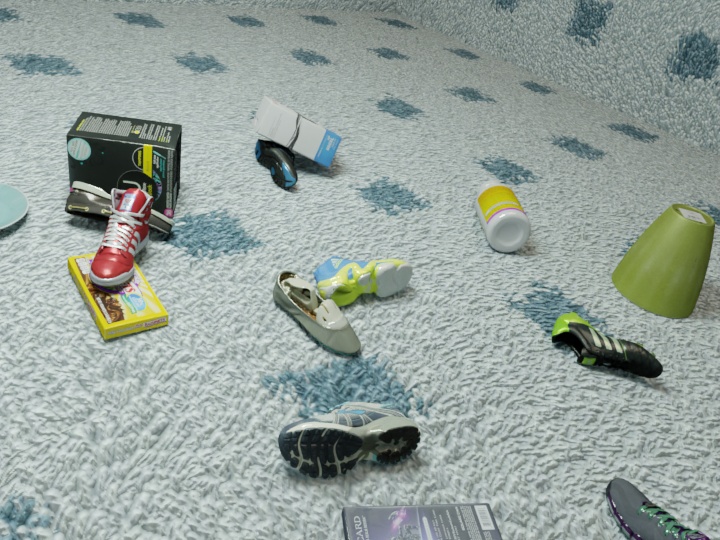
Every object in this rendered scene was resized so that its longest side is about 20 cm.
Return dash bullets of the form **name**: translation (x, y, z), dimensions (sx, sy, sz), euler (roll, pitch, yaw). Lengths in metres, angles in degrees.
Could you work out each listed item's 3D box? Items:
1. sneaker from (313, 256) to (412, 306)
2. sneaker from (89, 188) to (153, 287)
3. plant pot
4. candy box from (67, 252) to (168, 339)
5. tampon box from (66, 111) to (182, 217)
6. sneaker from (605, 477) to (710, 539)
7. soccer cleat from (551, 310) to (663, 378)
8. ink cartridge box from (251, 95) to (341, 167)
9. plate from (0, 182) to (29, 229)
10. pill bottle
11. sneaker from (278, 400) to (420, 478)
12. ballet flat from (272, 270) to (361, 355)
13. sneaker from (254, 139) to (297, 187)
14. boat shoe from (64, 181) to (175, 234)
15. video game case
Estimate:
- **sneaker**: translation (0.000, 0.000, 1.128), dimensions (0.197, 0.077, 0.105), euler (-11, 39, -31)
- **sneaker**: translation (-0.395, -0.065, 0.997), dimensions (0.070, 0.114, 0.201), euler (11, 30, -10)
- **plant pot**: translation (0.681, -0.034, 1.314), dimensions (0.183, 0.203, 0.189), euler (10, 33, -6)
- **candy box**: translation (-0.397, 0.032, 0.979), dimensions (0.101, 0.027, 0.200), euler (-10, 40, -38)
- **tampon box**: translation (-0.466, -0.212, 1.203), dimensions (0.196, 0.152, 0.127), euler (5, 33, -13)
- **sneaker**: translation (0.400, 0.334, 0.763), dimensions (0.073, 0.089, 0.201), euler (-3, 37, -24)
- **soccer cleat**: translation (0.441, 0.149, 1.090), dimensions (0.198, 0.068, 0.081), euler (28, 53, 23)
- **ink cartridge box**: translation (-0.162, -0.347, 1.499), dimensions (0.197, 0.085, 0.145), euler (22, 14, -23)
- **plate**: translation (-0.702, -0.106, 1.074), dimensions (0.196, 0.026, 0.202), euler (9, 32, -6)
- **pill bottle**: translation (0.331, -0.138, 1.427), dimensions (0.102, 0.106, 0.202), euler (8, 34, -8)
- **sneaker**: translation (-0.021, 0.219, 0.812), dimensions (0.196, 0.079, 0.086), euler (5, 21, -26)
- **ballet flat**: translation (-0.075, 0.066, 1.012), dimensions (0.199, 0.065, 0.067), euler (35, 38, 28)
- **sneaker**: translation (-0.188, -0.267, 1.460), dimensions (0.080, 0.074, 0.201), euler (-6, 39, -30)
- **boat shoe**: translation (-0.451, -0.102, 1.132), dimensions (0.198, 0.062, 0.072), euler (20, -12, -6)
- **video game case**: translation (0.083, 0.341, 0.703), dimensions (0.196, 0.019, 0.144), euler (4, 34, -14)
